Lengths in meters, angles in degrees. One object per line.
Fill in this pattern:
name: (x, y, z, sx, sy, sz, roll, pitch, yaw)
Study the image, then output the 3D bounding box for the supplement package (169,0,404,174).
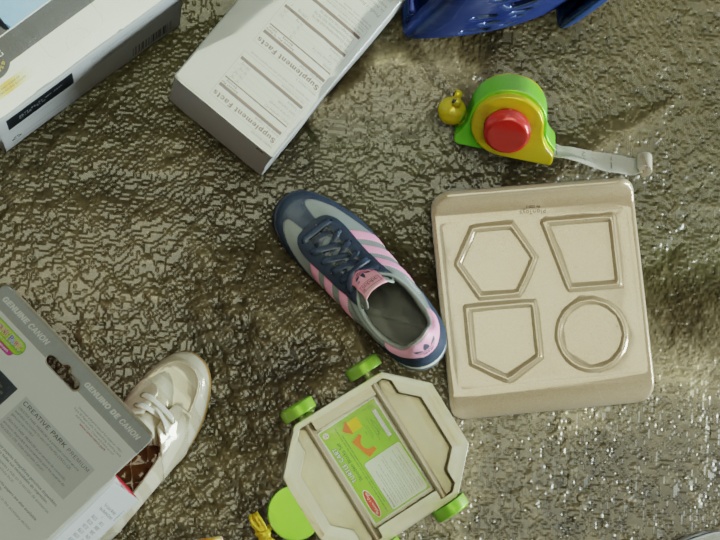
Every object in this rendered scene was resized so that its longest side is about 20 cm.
supplement package: (-0.060, -0.198, 1.712, 0.109, 0.114, 0.200, 39, 80, -3)

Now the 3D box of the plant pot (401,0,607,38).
plant pot: (0.140, -0.312, 1.712, 0.179, 0.200, 0.201, 0, 83, -13)

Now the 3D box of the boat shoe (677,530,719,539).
boat shoe: (0.349, 0.261, 1.732, 0.199, 0.070, 0.071, -3, 84, -8)

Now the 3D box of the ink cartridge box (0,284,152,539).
ink cartridge box: (-0.285, 0.142, 1.633, 0.176, 0.084, 0.200, -43, 71, -9)

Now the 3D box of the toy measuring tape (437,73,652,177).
toy measuring tape: (0.168, -0.131, 1.751, 0.199, 0.074, 0.074, 11, 82, -3)

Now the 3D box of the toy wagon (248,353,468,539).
toy wagon: (-0.008, 0.175, 1.715, 0.200, 0.040, 0.155, -32, 88, -8)

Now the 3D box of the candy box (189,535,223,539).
candy box: (-0.206, 0.296, 1.669, 0.199, 0.055, 0.116, -8, 84, -8)

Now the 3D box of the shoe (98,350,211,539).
shoe: (-0.190, 0.157, 1.687, 0.070, 0.053, 0.200, 33, 81, -2)

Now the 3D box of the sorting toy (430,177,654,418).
sorting toy: (0.160, 0.024, 1.757, 0.184, 0.036, 0.201, -5, 89, -7)

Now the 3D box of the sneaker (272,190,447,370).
sneaker: (0.000, 0.000, 1.706, 0.200, 0.082, 0.070, 43, 86, 10)

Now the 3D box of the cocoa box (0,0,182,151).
cocoa box: (-0.267, -0.219, 1.680, 0.200, 0.133, 0.131, -38, 89, -9)
